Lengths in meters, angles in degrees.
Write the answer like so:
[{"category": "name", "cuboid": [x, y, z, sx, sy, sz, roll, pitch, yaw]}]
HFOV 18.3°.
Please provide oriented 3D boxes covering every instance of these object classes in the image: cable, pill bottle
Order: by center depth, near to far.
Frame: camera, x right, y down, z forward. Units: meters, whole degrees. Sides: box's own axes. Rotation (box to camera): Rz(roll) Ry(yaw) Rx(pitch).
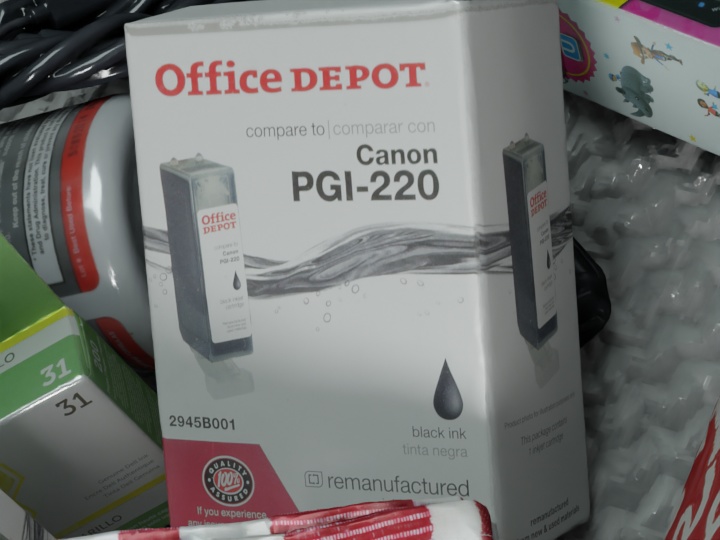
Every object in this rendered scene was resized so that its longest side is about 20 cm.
[{"category": "pill bottle", "cuboid": [-0.163, -0.001, 0.959, 0.199, 0.116, 0.117, -11, 54, 22]}, {"category": "cable", "cuboid": [-0.114, -0.095, 0.972, 0.162, 0.051, 0.200, 1, 21, 41]}]

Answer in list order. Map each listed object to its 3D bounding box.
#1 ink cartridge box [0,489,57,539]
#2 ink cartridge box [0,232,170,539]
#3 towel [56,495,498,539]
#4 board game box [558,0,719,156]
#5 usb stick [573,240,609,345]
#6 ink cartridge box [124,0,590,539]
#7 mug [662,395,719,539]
[{"category": "ink cartridge box", "cuboid": [-0.191, 0.135, 0.828, 0.145, 0.200, 0.084, -16, 50, 19]}, {"category": "ink cartridge box", "cuboid": [-0.168, 0.059, 0.865, 0.145, 0.200, 0.048, -29, 48, 9]}, {"category": "towel", "cuboid": [-0.050, 0.144, 0.695, 0.198, 0.023, 0.145, -6, 57, 2]}, {"category": "board game box", "cuboid": [0.133, -0.135, 0.902, 0.199, 0.064, 0.148, 26, 62, 39]}, {"category": "usb stick", "cuboid": [0.035, -0.034, 0.916, 0.055, 0.033, 0.200, -42, 48, 7]}, {"category": "ink cartridge box", "cuboid": [0.000, 0.000, 0.819, 0.145, 0.085, 0.202, 0, 97, 29]}, {"category": "mug", "cuboid": [0.183, 0.047, 0.685, 0.177, 0.133, 0.201, -14, 38, 54]}]
